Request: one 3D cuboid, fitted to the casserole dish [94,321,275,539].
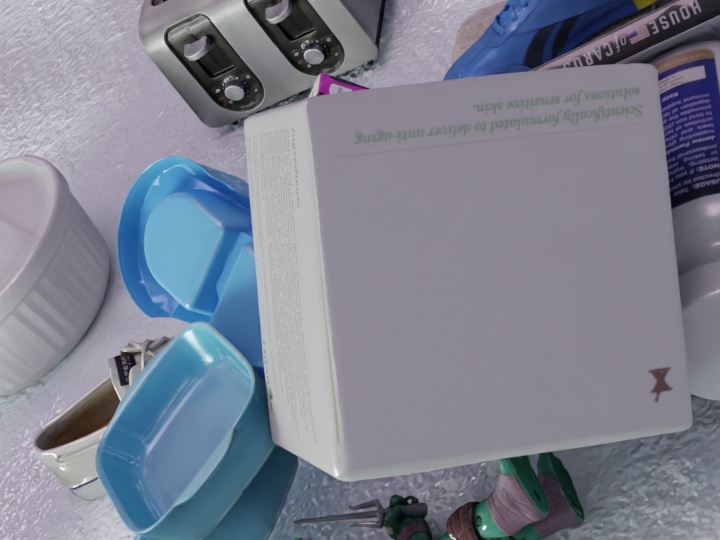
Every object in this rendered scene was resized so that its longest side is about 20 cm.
[{"bbox_3d":[-0.103,0.101,1.222,0.121,0.039,0.200,-54,22,-1],"label":"casserole dish"}]

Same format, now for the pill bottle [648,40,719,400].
[{"bbox_3d":[0.210,-0.030,1.158,0.115,0.116,0.200,-25,39,25],"label":"pill bottle"}]

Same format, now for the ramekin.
[{"bbox_3d":[-0.293,0.012,1.633,0.202,0.094,0.203,-27,39,24],"label":"ramekin"}]

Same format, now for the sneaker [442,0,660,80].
[{"bbox_3d":[0.127,-0.186,1.356,0.200,0.078,0.066,-34,33,10],"label":"sneaker"}]

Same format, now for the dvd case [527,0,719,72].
[{"bbox_3d":[0.183,-0.135,1.252,0.200,0.150,0.025,-25,82,19],"label":"dvd case"}]

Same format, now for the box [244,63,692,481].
[{"bbox_3d":[0.052,-0.002,1.093,0.198,0.201,0.171,-7,4,-13],"label":"box"}]

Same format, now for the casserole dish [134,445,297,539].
[{"bbox_3d":[-0.101,0.169,1.270,0.200,0.039,0.121,-46,14,37],"label":"casserole dish"}]

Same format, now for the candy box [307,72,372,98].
[{"bbox_3d":[0.053,-0.031,1.248,0.061,0.199,0.137,120,162,-46],"label":"candy box"}]

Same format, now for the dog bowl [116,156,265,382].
[{"bbox_3d":[-0.080,0.005,1.317,0.200,0.049,0.112,40,115,35],"label":"dog bowl"}]

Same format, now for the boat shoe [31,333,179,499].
[{"bbox_3d":[-0.151,0.084,1.440,0.200,0.070,0.071,-35,36,13],"label":"boat shoe"}]

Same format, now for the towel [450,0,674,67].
[{"bbox_3d":[0.141,-0.163,1.417,0.200,0.035,0.133,-19,34,31],"label":"towel"}]

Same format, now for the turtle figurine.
[{"bbox_3d":[0.026,0.169,1.161,0.200,0.101,0.150,-31,-3,16],"label":"turtle figurine"}]

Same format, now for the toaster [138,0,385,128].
[{"bbox_3d":[-0.070,-0.241,1.646,0.180,0.119,0.200,-20,42,29],"label":"toaster"}]
